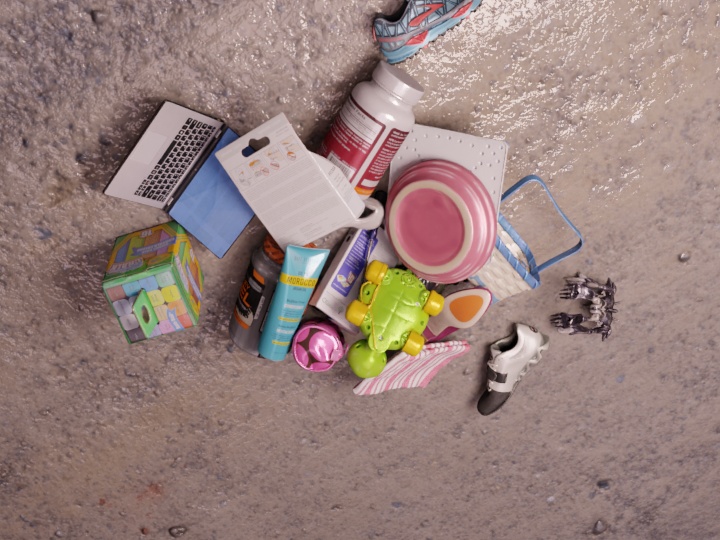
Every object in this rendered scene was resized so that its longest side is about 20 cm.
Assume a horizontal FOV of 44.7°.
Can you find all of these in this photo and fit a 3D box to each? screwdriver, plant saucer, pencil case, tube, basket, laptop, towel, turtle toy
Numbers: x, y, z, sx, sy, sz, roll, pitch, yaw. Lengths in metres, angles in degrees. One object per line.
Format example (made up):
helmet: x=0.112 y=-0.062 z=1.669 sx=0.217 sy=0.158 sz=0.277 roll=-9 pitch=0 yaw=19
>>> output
screwdriver: x=0.014 y=-0.037 z=1.498 sx=0.027 sy=0.029 sz=0.204 roll=13 pitch=95 yaw=-28
plant saucer: x=0.121 y=-0.074 z=1.409 sx=0.198 sy=0.051 sz=0.204 roll=10 pitch=110 yaw=29
pencil case: x=-0.067 y=0.128 z=1.525 sx=0.093 sy=0.200 sz=0.092 roll=29 pitch=93 yaw=1
tube: x=-0.115 y=0.050 z=1.427 sx=0.076 sy=0.050 sz=0.203 roll=4 pitch=117 yaw=-37
basket: x=0.259 y=-0.053 z=1.494 sx=0.198 sy=0.140 sz=0.177 roll=-30 pitch=121 yaw=23
laptop: x=-0.264 y=-0.139 z=1.392 sx=0.188 sy=0.116 sz=0.199 roll=-50 pitch=148 yaw=19
towel: x=0.096 y=0.179 z=1.595 sx=0.198 sy=0.030 sz=0.146 roll=-2 pitch=147 yaw=-47
turtle toy: x=0.042 y=0.086 z=1.470 sx=0.144 sy=0.101 sz=0.202 roll=29 pitch=80 yaw=-3

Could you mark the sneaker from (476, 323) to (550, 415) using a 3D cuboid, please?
sneaker: x=0.268 y=0.184 z=1.678 sx=0.088 sy=0.074 sz=0.202 roll=29 pitch=105 yaw=-16

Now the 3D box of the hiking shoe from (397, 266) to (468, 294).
hiking shoe: x=0.096 y=0.042 z=1.568 sx=0.198 sy=0.076 sz=0.101 roll=-30 pitch=116 yaw=9

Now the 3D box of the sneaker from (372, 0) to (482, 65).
sneaker: x=0.105 y=-0.400 z=1.317 sx=0.199 sy=0.080 sz=0.096 roll=-35 pitch=112 yaw=8

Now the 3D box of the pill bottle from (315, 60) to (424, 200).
pill bottle: x=0.015 y=-0.222 z=1.387 sx=0.112 sy=0.114 sz=0.201 roll=26 pitch=114 yaw=-20

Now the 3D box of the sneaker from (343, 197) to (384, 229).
sneaker: x=-0.060 y=-0.099 z=1.444 sx=0.196 sy=0.088 sz=0.077 roll=-4 pitch=90 yaw=4

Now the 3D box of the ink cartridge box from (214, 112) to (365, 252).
ink cartridge box: x=-0.111 y=-0.139 z=1.367 sx=0.159 sy=0.047 sz=0.201 roll=-22 pitch=112 yaw=35

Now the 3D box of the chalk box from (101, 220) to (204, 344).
chalk box: x=-0.337 y=0.028 z=1.433 sx=0.122 sy=0.201 sz=0.126 roll=-15 pitch=121 yaw=2

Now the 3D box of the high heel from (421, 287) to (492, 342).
high heel: x=0.172 y=0.075 z=1.554 sx=0.068 sy=0.095 sz=0.200 roll=53 pitch=128 yaw=8

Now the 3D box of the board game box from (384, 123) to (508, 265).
board game box: x=0.138 y=-0.128 z=1.427 sx=0.197 sy=0.026 sz=0.204 roll=16 pitch=113 yaw=26

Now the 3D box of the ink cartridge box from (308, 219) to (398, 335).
ink cartridge box: x=0.000 y=0.000 z=1.522 sx=0.099 sy=0.039 sz=0.202 roll=36 pitch=77 yaw=-24

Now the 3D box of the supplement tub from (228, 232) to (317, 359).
supplement tub: x=-0.146 y=0.040 z=1.510 sx=0.121 sy=0.123 sz=0.202 roll=15 pitch=116 yaw=-15

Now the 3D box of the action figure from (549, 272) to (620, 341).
action figure: x=0.412 y=0.065 z=1.607 sx=0.199 sy=0.101 sz=0.121 roll=10 pitch=92 yaw=-56
